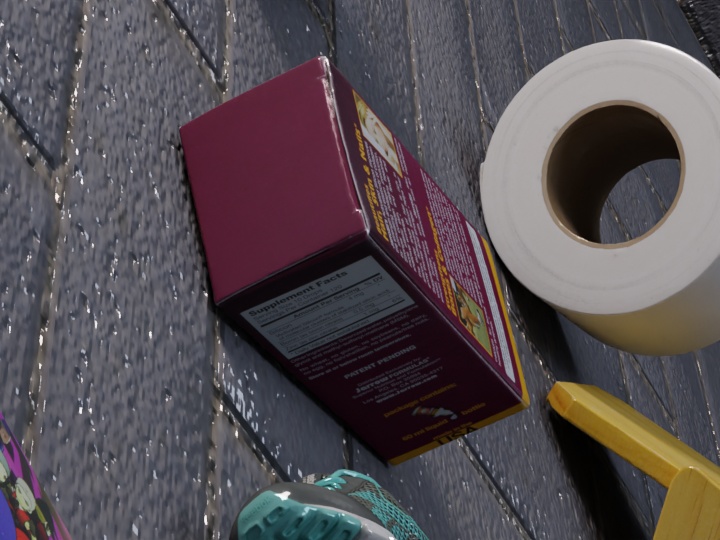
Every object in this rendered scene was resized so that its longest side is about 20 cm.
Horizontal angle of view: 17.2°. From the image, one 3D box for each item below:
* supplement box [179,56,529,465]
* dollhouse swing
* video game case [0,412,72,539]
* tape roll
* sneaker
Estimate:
[{"bbox_3d":[0.000,0.000,1.189,0.200,0.085,0.111,46,25,-51],"label":"supplement box"},{"bbox_3d":[0.201,0.192,1.664,0.200,0.174,0.183,11,97,-72],"label":"dollhouse swing"},{"bbox_3d":[-0.141,0.077,0.693,0.201,0.036,0.181,62,14,-10],"label":"video game case"},{"bbox_3d":[0.202,-0.050,1.726,0.139,0.201,0.204,33,35,-64],"label":"tape roll"},{"bbox_3d":[-0.013,0.123,1.023,0.091,0.077,0.200,56,5,31],"label":"sneaker"}]
